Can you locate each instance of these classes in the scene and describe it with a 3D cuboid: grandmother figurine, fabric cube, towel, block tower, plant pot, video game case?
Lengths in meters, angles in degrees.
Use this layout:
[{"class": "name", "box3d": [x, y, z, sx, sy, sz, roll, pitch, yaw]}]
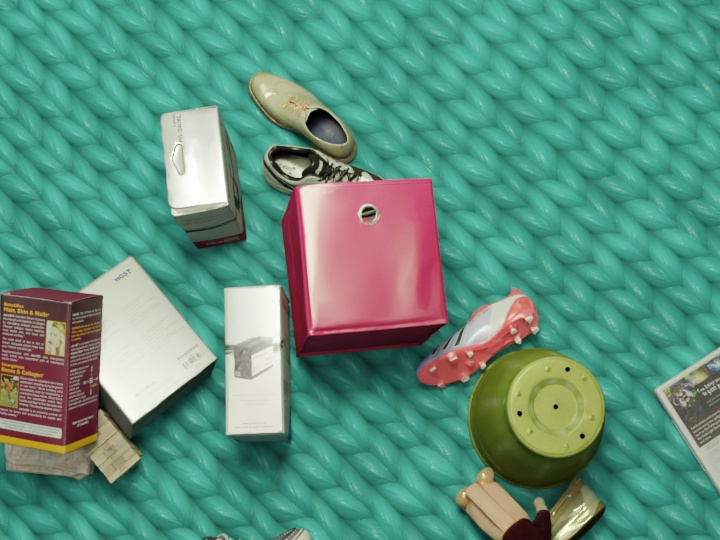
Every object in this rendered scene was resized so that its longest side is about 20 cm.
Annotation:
[{"class": "grandmother figurine", "box3d": [0.207, 0.353, 1.490, 0.121, 0.061, 0.200, -48, 40, -5]}, {"class": "fabric cube", "box3d": [0.000, 0.000, 1.541, 0.193, 0.200, 0.202, -3, 78, -10]}, {"class": "towel", "box3d": [-0.438, 0.195, 1.602, 0.130, 0.034, 0.203, 6, 79, 0]}, {"class": "block tower", "box3d": [-0.386, 0.206, 1.556, 0.054, 0.058, 0.200, -40, 80, -7]}, {"class": "plant pot", "box3d": [0.251, 0.192, 1.511, 0.197, 0.193, 0.204, 0, 78, 1]}, {"class": "video game case", "box3d": [0.553, 0.198, 1.593, 0.198, 0.023, 0.183, -31, 80, -5]}]

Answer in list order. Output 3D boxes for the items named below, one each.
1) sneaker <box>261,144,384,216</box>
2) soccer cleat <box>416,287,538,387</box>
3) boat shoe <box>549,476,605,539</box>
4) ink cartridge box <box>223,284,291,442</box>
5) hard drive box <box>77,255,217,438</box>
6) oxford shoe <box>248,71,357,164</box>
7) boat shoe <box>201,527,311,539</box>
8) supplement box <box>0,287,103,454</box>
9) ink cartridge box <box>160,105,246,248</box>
[{"class": "sneaker", "box3d": [-0.053, -0.134, 1.638, 0.197, 0.088, 0.077, 13, 77, 2]}, {"class": "soccer cleat", "box3d": [0.165, 0.098, 1.607, 0.198, 0.067, 0.077, -31, 43, 2]}, {"class": "boat shoe", "box3d": [0.249, 0.372, 1.539, 0.200, 0.073, 0.063, -40, 64, -5]}, {"class": "ink cartridge box", "box3d": [-0.142, 0.133, 1.553, 0.082, 0.145, 0.203, -2, 78, 1]}, {"class": "hard drive box", "box3d": [-0.326, 0.107, 1.573, 0.155, 0.077, 0.200, -36, 80, -27]}, {"class": "oxford shoe", "box3d": [-0.086, -0.242, 1.667, 0.199, 0.074, 0.071, 35, 81, 7]}, {"class": "boat shoe", "box3d": [-0.171, 0.395, 1.534, 0.199, 0.075, 0.093, -35, 87, -5]}, {"class": "supplement box", "box3d": [-0.413, 0.130, 1.476, 0.109, 0.086, 0.203, 6, 96, 18]}, {"class": "ink cartridge box", "box3d": [-0.221, -0.129, 1.581, 0.082, 0.200, 0.147, -8, 78, -1]}]
